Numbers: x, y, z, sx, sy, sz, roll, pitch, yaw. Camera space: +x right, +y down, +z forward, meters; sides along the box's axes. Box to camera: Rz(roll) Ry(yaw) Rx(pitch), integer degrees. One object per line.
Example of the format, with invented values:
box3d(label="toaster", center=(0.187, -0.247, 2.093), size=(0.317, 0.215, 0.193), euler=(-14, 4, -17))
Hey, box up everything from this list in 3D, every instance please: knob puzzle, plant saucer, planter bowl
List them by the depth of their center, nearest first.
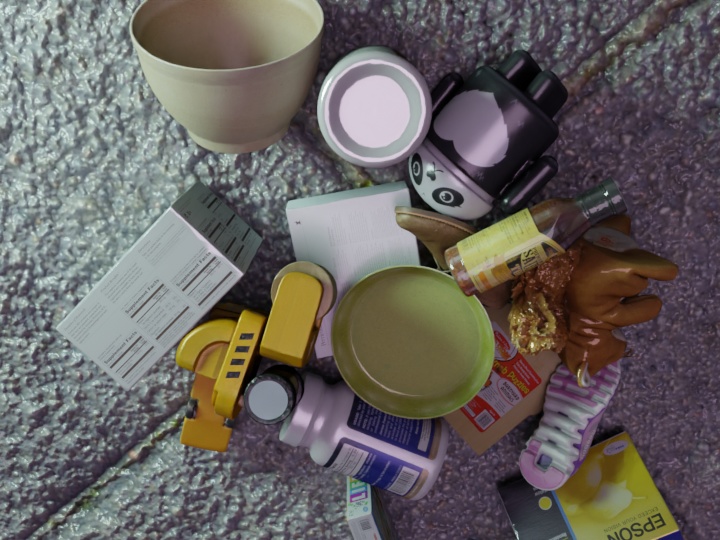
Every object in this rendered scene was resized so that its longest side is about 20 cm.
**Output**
box3d(label="planter bowl", center=(-0.139, -0.215, 0.908), size=(0.200, 0.200, 0.135), euler=(1, 135, -1))
box3d(label="plant saucer", center=(0.064, 0.085, 1.012), size=(0.200, 0.031, 0.200), euler=(3, 108, 11))
box3d(label="knob puzzle", center=(0.178, 0.120, 1.092), size=(0.219, 0.030, 0.220), euler=(-5, 110, -14))

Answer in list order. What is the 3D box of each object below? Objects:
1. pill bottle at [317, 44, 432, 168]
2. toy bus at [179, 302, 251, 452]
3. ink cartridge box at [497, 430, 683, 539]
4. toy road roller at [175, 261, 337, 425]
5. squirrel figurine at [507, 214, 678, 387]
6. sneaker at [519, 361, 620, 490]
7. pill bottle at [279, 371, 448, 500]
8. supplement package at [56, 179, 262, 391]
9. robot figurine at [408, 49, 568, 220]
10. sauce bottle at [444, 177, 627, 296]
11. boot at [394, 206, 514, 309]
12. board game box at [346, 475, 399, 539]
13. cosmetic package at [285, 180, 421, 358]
box3d(label="pill bottle", center=(0.013, -0.184, 0.901), size=(0.114, 0.200, 0.115), euler=(0, 108, -1))
box3d(label="toy bus", center=(-0.179, 0.135, 1.067), size=(0.065, 0.078, 0.200), euler=(14, 108, -7))
box3d(label="ink cartridge box", center=(0.307, 0.342, 1.094), size=(0.197, 0.200, 0.047), euler=(-27, 142, 7))
box3d(label="toy road roller", center=(-0.121, 0.073, 0.956), size=(0.146, 0.123, 0.200), euler=(20, 89, 2))
box3d(label="squirrel figurine", center=(0.258, 0.045, 1.009), size=(0.200, 0.142, 0.187), euler=(-3, 122, -19))
box3d(label="sneaker", center=(0.283, 0.197, 1.104), size=(0.080, 0.088, 0.200), euler=(26, 88, 34))
box3d(label="pill bottle", center=(0.003, 0.210, 1.077), size=(0.200, 0.116, 0.116), euler=(24, 107, -9))
box3d(label="supplement package", center=(-0.231, 0.012, 0.984), size=(0.200, 0.156, 0.111), euler=(-43, 102, 13))
box3d(label="robot figurine", center=(0.144, -0.152, 0.953), size=(0.125, 0.150, 0.200), euler=(35, 105, -25))
box3d(label="sauce bottle", center=(0.193, -0.039, 0.917), size=(0.200, 0.066, 0.066), euler=(-27, 107, 15))
box3d(label="boot", center=(0.115, -0.014, 0.991), size=(0.200, 0.074, 0.076), euler=(28, 85, -28))
box3d(label="board game box", center=(0.028, 0.372, 1.122), size=(0.034, 0.134, 0.200), euler=(-17, 108, 5))
box3d(label="cosmetic package", center=(0.000, 0.000, 1.041), size=(0.150, 0.052, 0.200), euler=(-10, 108, 0))
